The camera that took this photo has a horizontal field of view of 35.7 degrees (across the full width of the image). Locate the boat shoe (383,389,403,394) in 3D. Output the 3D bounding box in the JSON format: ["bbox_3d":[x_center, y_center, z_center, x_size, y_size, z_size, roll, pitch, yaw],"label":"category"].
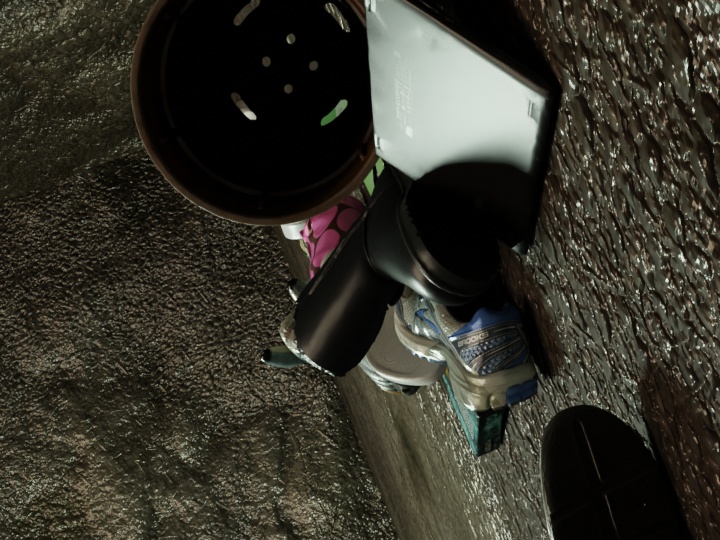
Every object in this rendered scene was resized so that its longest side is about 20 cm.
[{"bbox_3d":[0.029,0.051,1.366,0.073,0.071,0.202,110,152,-44],"label":"boat shoe"}]

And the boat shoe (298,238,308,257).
[{"bbox_3d":[-0.053,-0.043,1.676,0.200,0.073,0.077,-137,27,-76],"label":"boat shoe"}]

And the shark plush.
[{"bbox_3d":[-0.021,0.090,1.177,0.083,0.092,0.200,22,169,42],"label":"shark plush"}]

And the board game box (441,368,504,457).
[{"bbox_3d":[0.082,0.065,1.061,0.136,0.028,0.202,78,170,-66],"label":"board game box"}]

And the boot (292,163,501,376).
[{"bbox_3d":[0.018,0.014,0.801,0.169,0.076,0.201,-58,21,23],"label":"boot"}]

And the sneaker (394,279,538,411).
[{"bbox_3d":[0.079,0.028,0.864,0.200,0.076,0.087,-140,39,-63],"label":"sneaker"}]

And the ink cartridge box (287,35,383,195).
[{"bbox_3d":[-0.026,-0.154,1.240,0.146,0.047,0.202,84,167,-63],"label":"ink cartridge box"}]

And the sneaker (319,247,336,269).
[{"bbox_3d":[0.000,0.000,1.191,0.200,0.073,0.117,43,-159,-54],"label":"sneaker"}]

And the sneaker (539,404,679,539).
[{"bbox_3d":[0.145,0.174,0.667,0.115,0.075,0.203,169,78,-82],"label":"sneaker"}]

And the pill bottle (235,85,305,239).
[{"bbox_3d":[-0.100,-0.152,1.578,0.111,0.109,0.203,-127,18,-68],"label":"pill bottle"}]

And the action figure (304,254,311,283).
[{"bbox_3d":[-0.022,0.007,1.539,0.119,0.055,0.200,50,156,-1],"label":"action figure"}]

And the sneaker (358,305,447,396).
[{"bbox_3d":[0.045,0.080,1.053,0.099,0.071,0.199,40,170,-29],"label":"sneaker"}]

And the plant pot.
[{"bbox_3d":[-0.068,-0.157,0.913,0.199,0.197,0.203,-82,-27,-74],"label":"plant pot"}]

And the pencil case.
[{"bbox_3d":[-0.028,0.003,1.334,0.202,0.092,0.092,-93,-13,-51],"label":"pencil case"}]

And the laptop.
[{"bbox_3d":[0.061,-0.145,0.691,0.199,0.116,0.188,37,162,18],"label":"laptop"}]
